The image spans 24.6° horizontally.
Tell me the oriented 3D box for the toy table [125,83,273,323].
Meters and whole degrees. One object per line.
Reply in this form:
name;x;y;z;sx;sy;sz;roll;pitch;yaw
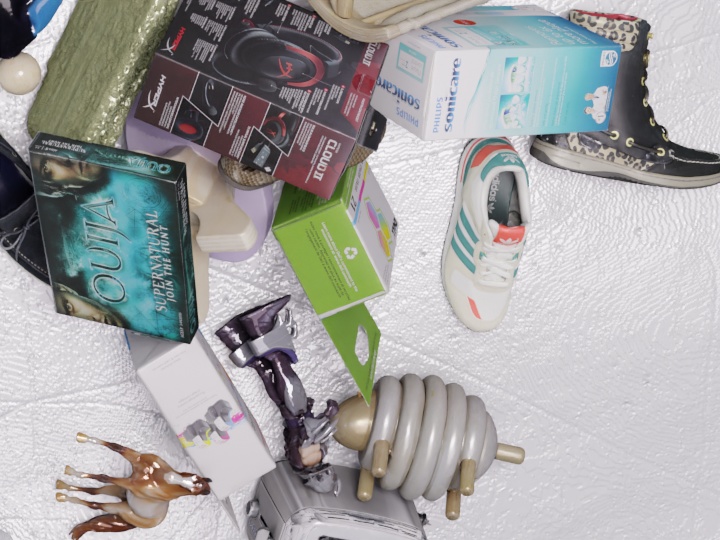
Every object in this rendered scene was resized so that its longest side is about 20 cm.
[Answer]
toy table;-0.163;-0.060;1.488;0.183;0.117;0.200;-13;125;32

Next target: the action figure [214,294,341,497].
action figure;-0.063;0.129;1.595;0.069;0.130;0.201;-26;94;-23

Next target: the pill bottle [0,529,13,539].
pill bottle;-0.405;0.293;1.588;0.199;0.111;0.111;17;104;-17

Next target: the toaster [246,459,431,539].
toaster;-0.014;0.270;1.652;0.199;0.129;0.114;14;106;-16

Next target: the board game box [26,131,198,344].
board game box;-0.212;-0.025;1.434;0.135;0.028;0.201;12;136;11

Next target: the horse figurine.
horse figurine;-0.224;0.213;1.594;0.132;0.050;0.200;16;147;-12

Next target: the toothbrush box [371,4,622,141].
toothbrush box;0.110;-0.181;1.490;0.199;0.146;0.086;-6;115;-27

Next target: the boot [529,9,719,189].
boot;0.273;-0.164;1.600;0.202;0.073;0.155;7;104;-15

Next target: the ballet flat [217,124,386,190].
ballet flat;-0.044;-0.120;1.467;0.199;0.067;0.046;-21;156;-42

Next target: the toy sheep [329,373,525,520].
toy sheep;0.066;0.169;1.634;0.199;0.138;0.139;16;104;-10

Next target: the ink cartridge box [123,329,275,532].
ink cartridge box;-0.145;0.138;1.588;0.068;0.115;0.201;-30;112;-2

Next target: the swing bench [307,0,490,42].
swing bench;0.044;-0.319;1.431;0.198;0.129;0.201;-24;117;-36

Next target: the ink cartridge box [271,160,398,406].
ink cartridge box;0.000;0.000;1.549;0.075;0.148;0.201;-22;113;15

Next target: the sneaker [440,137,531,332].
sneaker;0.126;-0.027;1.602;0.070;0.093;0.201;2;107;-12

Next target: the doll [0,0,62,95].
doll;-0.323;-0.251;1.458;0.136;0.048;0.201;-15;110;-6

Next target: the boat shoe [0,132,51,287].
boat shoe;-0.312;-0.054;1.519;0.074;0.062;0.200;-35;113;-1

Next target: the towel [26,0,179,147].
towel;-0.226;-0.183;1.453;0.036;0.148;0.201;19;104;-36

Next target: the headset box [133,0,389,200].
headset box;-0.071;-0.157;1.396;0.199;0.149;0.075;22;131;-5
